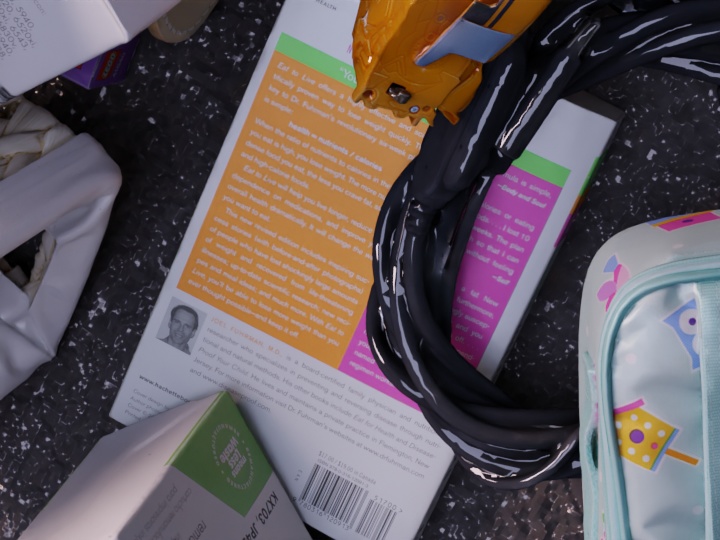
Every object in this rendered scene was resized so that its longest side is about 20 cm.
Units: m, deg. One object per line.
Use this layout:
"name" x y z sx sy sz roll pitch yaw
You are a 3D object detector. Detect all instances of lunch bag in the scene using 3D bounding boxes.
"lunch bag" 0.151 0.078 0.760 0.160 0.077 0.201 -7 107 -4

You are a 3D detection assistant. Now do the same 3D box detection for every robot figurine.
"robot figurine" 0.053 -0.152 0.712 0.058 0.145 0.200 18 126 -30

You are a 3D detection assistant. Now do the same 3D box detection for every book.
"book" 0.000 0.000 0.844 0.133 0.048 0.201 28 108 8

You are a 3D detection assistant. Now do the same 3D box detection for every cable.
"cable" 0.091 -0.009 0.791 0.163 0.051 0.201 19 106 -13

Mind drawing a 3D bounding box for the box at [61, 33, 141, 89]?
"box" -0.159 -0.177 0.865 0.199 0.039 0.137 27 107 12

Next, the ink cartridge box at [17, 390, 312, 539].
"ink cartridge box" -0.047 0.163 0.833 0.067 0.117 0.201 -22 106 26

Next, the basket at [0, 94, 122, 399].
"basket" -0.209 0.006 0.820 0.123 0.200 0.136 42 139 11

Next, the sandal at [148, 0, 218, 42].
"sandal" -0.011 -0.169 0.798 0.069 0.078 0.212 27 103 18

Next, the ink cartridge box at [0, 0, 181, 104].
"ink cartridge box" -0.102 -0.110 0.734 0.200 0.116 0.068 -20 110 41
